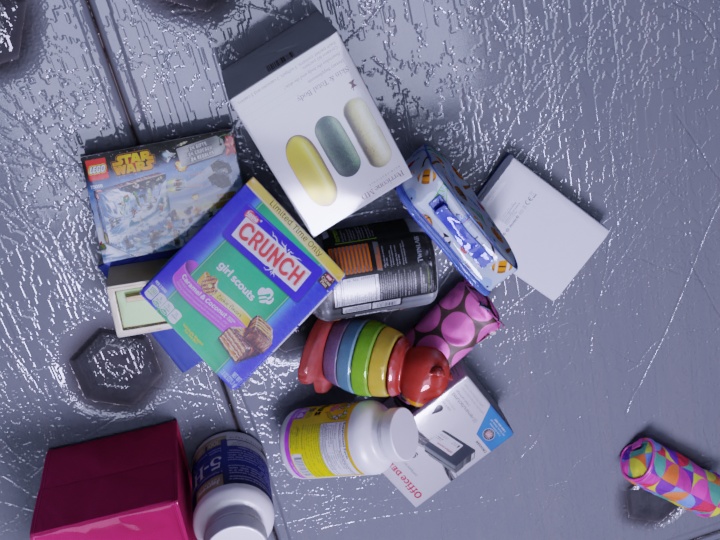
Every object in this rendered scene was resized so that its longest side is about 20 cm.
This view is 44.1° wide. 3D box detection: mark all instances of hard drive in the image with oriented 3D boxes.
[{"bbox_3d":[-0.250,0.033,1.237,0.131,0.025,0.202,-32,116,3],"label":"hard drive"},{"bbox_3d":[0.250,-0.059,1.295,0.198,0.025,0.133,32,105,-23],"label":"hard drive"}]

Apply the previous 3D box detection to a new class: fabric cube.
[{"bbox_3d":[-0.337,0.369,1.275,0.195,0.201,0.200,-11,115,-7],"label":"fabric cube"}]

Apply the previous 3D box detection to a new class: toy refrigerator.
[{"bbox_3d":[-0.231,0.027,1.185,0.195,0.070,0.077,-9,116,-8],"label":"toy refrigerator"}]

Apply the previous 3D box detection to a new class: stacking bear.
[{"bbox_3d":[0.030,0.132,1.247,0.196,0.122,0.116,12,76,20],"label":"stacking bear"}]

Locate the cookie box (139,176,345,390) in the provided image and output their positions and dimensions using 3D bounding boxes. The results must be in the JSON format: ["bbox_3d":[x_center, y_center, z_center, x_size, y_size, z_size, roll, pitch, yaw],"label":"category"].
[{"bbox_3d":[-0.143,0.017,1.112,0.171,0.075,0.200,45,85,-1],"label":"cookie box"}]

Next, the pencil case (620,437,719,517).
[{"bbox_3d":[0.538,0.354,1.526,0.198,0.089,0.089,28,106,-24],"label":"pencil case"}]

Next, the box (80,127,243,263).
[{"bbox_3d":[-0.249,-0.098,1.153,0.196,0.040,0.140,-11,102,-7],"label":"box"}]

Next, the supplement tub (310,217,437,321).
[{"bbox_3d":[0.000,0.000,1.222,0.195,0.123,0.125,-9,116,-7],"label":"supplement tub"}]

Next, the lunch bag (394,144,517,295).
[{"bbox_3d":[0.120,-0.068,1.163,0.075,0.161,0.200,-39,107,15],"label":"lunch bag"}]

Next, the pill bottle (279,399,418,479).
[{"bbox_3d":[-0.016,0.245,1.291,0.197,0.105,0.105,-12,123,34],"label":"pill bottle"}]

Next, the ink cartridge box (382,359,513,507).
[{"bbox_3d":[0.114,0.247,1.381,0.199,0.085,0.145,-38,116,7],"label":"ink cartridge box"}]

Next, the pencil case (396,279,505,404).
[{"bbox_3d":[0.116,0.110,1.311,0.200,0.091,0.094,-44,84,13],"label":"pencil case"}]

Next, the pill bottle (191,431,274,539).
[{"bbox_3d":[-0.186,0.340,1.293,0.117,0.201,0.122,-5,115,-10],"label":"pill bottle"}]

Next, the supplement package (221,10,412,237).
[{"bbox_3d":[-0.056,-0.185,1.109,0.150,0.151,0.202,-30,117,2],"label":"supplement package"}]
